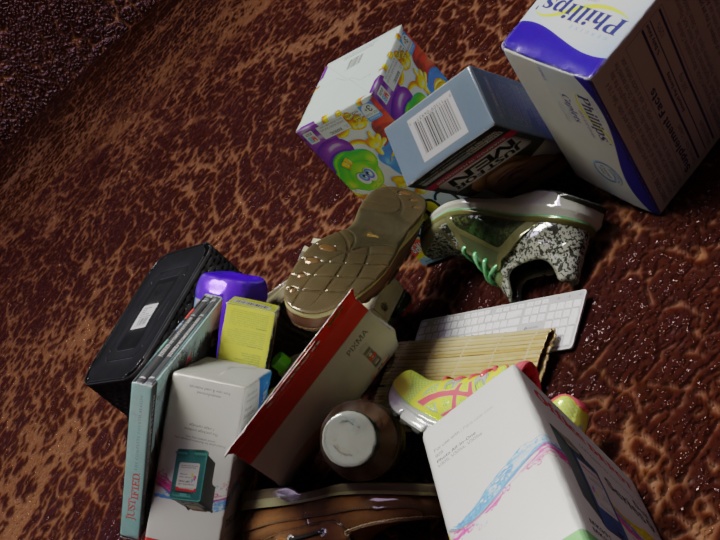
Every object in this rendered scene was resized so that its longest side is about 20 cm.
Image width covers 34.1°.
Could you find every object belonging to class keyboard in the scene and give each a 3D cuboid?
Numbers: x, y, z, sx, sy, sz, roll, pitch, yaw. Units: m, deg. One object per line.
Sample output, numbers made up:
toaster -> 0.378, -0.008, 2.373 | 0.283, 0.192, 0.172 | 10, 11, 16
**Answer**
keyboard -> 0.114, 0.056, 1.026 | 0.199, 0.011, 0.057 | -14, 41, 48

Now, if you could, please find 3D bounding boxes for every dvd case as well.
dvd case -> -0.165, 0.123, 1.037 | 0.200, 0.022, 0.148 | -59, -20, -68

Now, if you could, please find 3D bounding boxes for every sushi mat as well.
sushi mat -> 0.081, 0.097, 1.006 | 0.199, 0.012, 0.096 | -10, 52, 51

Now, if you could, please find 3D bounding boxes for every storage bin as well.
storage bin -> -0.226, 0.077, 1.411 | 0.135, 0.094, 0.201 | -12, 42, 49

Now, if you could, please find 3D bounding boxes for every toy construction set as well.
toy construction set -> -0.023, 0.059, 1.136 | 0.131, 0.092, 0.202 | -26, 45, 51

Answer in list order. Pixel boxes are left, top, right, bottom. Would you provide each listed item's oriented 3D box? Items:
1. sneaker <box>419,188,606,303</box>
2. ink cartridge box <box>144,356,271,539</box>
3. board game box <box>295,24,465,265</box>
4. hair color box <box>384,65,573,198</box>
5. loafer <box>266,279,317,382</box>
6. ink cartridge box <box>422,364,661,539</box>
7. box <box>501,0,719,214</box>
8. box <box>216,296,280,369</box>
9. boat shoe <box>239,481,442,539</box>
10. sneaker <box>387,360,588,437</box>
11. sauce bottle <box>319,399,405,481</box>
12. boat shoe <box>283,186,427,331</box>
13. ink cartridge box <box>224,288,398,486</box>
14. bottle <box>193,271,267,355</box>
sneaker -> 0.124, -0.016, 1.046 | 0.199, 0.076, 0.090 | -8, 65, 48
ink cartridge box -> -0.134, 0.185, 1.014 | 0.116, 0.066, 0.202 | -22, -57, -83
board game box -> 0.051, -0.117, 1.142 | 0.104, 0.200, 0.104 | -20, 37, 41
hair color box -> 0.122, -0.114, 1.041 | 0.099, 0.199, 0.061 | -33, 69, 31
loafer -> -0.092, 0.059, 1.255 | 0.200, 0.076, 0.068 | -44, 32, 9
ink cartridge box -> 0.124, 0.174, 0.696 | 0.087, 0.145, 0.201 | -39, 27, 13
box -> 0.239, -0.186, 0.958 | 0.200, 0.184, 0.105 | -51, 46, -8
box -> -0.119, 0.129, 1.105 | 0.075, 0.050, 0.202 | -89, 11, -86
boat shoe -> -0.013, 0.209, 0.955 | 0.199, 0.072, 0.069 | -14, 70, 37
sneaker -> 0.100, 0.106, 0.892 | 0.199, 0.078, 0.091 | 23, 84, 50
sauce bottle -> 0.000, 0.133, 0.920 | 0.065, 0.065, 0.200 | -47, -10, -1
boat shoe -> 0.000, 0.000, 1.050 | 0.071, 0.068, 0.200 | 21, 40, 21
ink cartridge box -> -0.032, 0.101, 0.959 | 0.163, 0.050, 0.200 | -52, -6, -6
bottle -> -0.140, 0.103, 1.183 | 0.065, 0.083, 0.202 | 10, 96, 18
